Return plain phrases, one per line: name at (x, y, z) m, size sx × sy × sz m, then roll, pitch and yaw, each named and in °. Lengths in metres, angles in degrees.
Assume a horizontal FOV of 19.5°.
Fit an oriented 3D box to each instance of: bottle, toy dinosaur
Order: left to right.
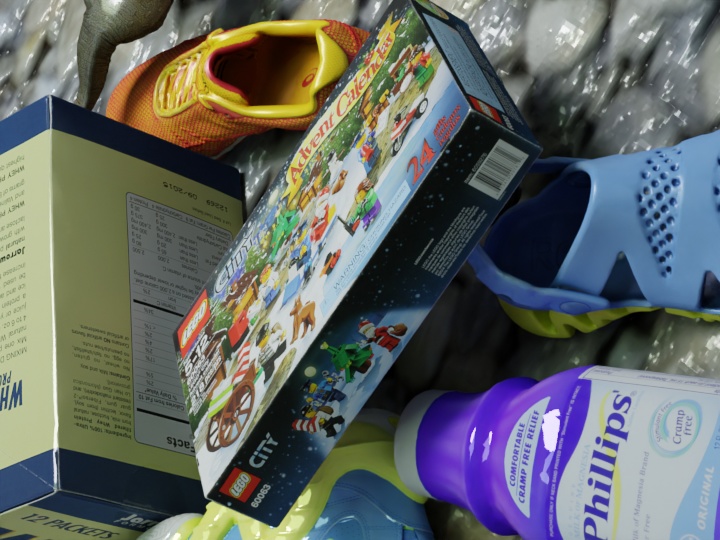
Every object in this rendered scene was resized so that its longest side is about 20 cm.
toy dinosaur at (-0.109, -0.155, 1.076) m, size 0.200 × 0.077 × 0.102 m, roll -41°, pitch 6°, yaw -12°
bottle at (0.100, 0.080, 0.842) m, size 0.200 × 0.065 × 0.084 m, roll 6°, pitch 81°, yaw 44°

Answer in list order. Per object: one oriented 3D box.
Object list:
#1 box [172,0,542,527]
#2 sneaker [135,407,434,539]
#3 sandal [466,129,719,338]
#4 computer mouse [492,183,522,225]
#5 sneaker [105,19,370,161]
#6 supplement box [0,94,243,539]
box at (-0.009, -0.008, 0.896) m, size 0.200 × 0.038 × 0.137 m, roll -56°, pitch 25°, yaw 18°
sneaker at (-0.043, 0.152, 0.948) m, size 0.200 × 0.076 × 0.105 m, roll -41°, pitch 52°, yaw 25°
sandal at (0.117, -0.018, 0.846) m, size 0.200 × 0.087 × 0.080 m, roll -16°, pitch 63°, yaw 37°
computer mouse at (0.000, 0.000, 0.978) m, size 0.200 × 0.044 × 0.110 m, roll -55°, pitch 43°, yaw 18°
sneaker at (-0.066, -0.098, 1.054) m, size 0.200 × 0.077 × 0.073 m, roll -8°, pitch 73°, yaw 44°
supplement box at (-0.168, 0.054, 1.058) m, size 0.200 × 0.134 × 0.201 m, roll -24°, pitch 61°, yaw 36°
